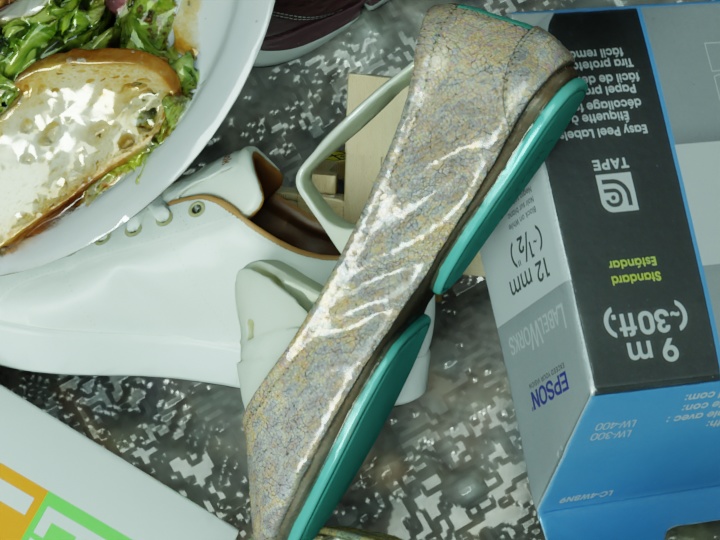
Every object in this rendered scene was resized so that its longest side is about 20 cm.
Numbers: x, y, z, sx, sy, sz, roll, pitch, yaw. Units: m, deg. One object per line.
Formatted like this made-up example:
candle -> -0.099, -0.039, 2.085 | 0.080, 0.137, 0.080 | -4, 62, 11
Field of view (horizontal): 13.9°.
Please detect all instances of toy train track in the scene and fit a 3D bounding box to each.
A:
toy train track -> -0.033, -0.023, 1.069 | 0.199, 0.033, 0.115 | 7, 109, 12

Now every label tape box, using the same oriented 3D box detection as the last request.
label tape box -> 0.121, 0.010, 1.011 | 0.143, 0.066, 0.201 | -5, 73, -25

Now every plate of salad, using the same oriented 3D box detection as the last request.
plate of salad -> -0.118, -0.095, 0.981 | 0.199, 0.048, 0.201 | -11, 66, 25

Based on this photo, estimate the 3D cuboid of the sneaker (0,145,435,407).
sneaker -> -0.072, -0.007, 1.032 | 0.199, 0.073, 0.085 | 5, 106, 1

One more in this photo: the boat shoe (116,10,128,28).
boat shoe -> -0.091, -0.133, 1.056 | 0.067, 0.073, 0.201 | -36, 54, 34

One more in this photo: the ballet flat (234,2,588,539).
ballet flat -> 0.000, 0.000, 0.969 | 0.067, 0.068, 0.200 | 33, 102, 10

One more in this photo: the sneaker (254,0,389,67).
sneaker -> 0.023, -0.148, 1.053 | 0.200, 0.116, 0.076 | -35, 77, -4

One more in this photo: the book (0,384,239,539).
book -> -0.159, 0.094, 1.001 | 0.200, 0.048, 0.134 | 31, 83, -14

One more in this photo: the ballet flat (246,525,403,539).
ballet flat -> 0.029, 0.126, 0.967 | 0.200, 0.071, 0.071 | 15, 76, 44
